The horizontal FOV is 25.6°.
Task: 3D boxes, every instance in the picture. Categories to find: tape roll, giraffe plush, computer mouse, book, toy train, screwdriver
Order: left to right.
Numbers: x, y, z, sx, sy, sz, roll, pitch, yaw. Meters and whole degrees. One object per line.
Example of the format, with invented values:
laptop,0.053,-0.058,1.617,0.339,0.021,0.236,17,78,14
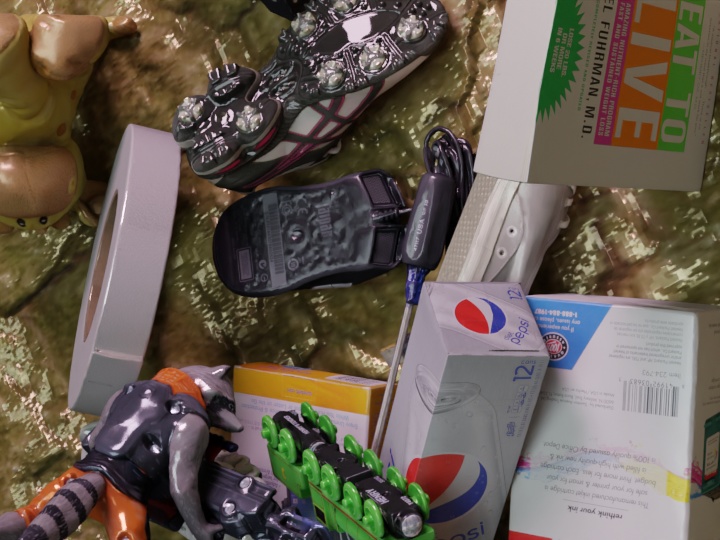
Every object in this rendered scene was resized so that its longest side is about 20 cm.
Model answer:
giraffe plush,-0.249,-0.104,1.149,0.170,0.200,0.164,3,99,11
tape roll,-0.164,0.001,1.094,0.203,0.037,0.205,-168,90,-76
toy train,-0.010,0.133,0.964,0.200,0.041,0.057,28,131,62
computer mouse,0.000,0.000,1.050,0.198,0.046,0.142,-18,77,23
screwdriver,0.031,0.038,0.992,0.029,0.028,0.202,9,90,-3
book,0.135,-0.113,0.854,0.048,0.199,0.135,16,101,34

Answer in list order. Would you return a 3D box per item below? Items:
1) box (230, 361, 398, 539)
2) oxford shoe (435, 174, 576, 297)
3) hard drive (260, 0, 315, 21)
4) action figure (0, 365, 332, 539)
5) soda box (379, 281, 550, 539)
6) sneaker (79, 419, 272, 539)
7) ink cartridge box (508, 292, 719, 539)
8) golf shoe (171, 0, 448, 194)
box,-0.036,0.170,1.083,0.118,0.041,0.202,7,98,35
oxford shoe,0.104,-0.053,0.962,0.057,0.075,0.202,22,89,-11
hard drive,-0.116,-0.251,1.036,0.139,0.200,0.038,29,79,32
action figure,-0.122,0.132,0.963,0.198,0.194,0.105,10,135,27
soda box,0.054,0.105,0.947,0.069,0.063,0.201,-107,23,-50
sneaker,-0.124,0.149,1.072,0.200,0.080,0.076,31,123,50
ink cartridge box,0.153,0.118,0.928,0.115,0.067,0.203,5,94,36
golf shoe,-0.027,-0.121,1.052,0.199,0.088,0.078,-28,61,9
